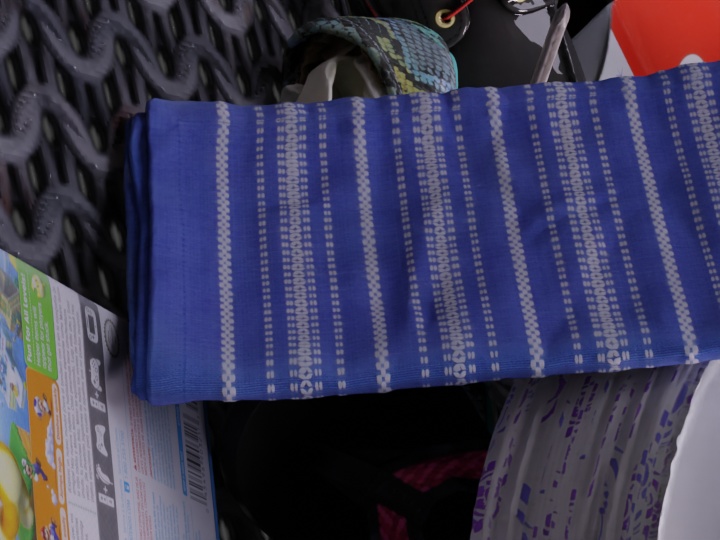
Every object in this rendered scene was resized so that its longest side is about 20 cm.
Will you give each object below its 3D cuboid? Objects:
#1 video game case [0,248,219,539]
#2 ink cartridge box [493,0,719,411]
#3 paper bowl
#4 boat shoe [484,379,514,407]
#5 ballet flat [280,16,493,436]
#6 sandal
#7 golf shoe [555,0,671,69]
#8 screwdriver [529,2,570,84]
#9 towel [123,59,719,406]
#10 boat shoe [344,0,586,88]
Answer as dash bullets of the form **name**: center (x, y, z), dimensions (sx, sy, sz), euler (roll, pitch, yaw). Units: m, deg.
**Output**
- **video game case**: center (-0.088, 0.066, 0.790), dimensions (0.200, 0.018, 0.143), euler (36, 44, -59)
- **ink cartridge box**: center (0.122, -0.023, 1.187), dimensions (0.200, 0.047, 0.160), euler (-43, 125, -17)
- **paper bowl**: center (0.118, 0.104, 0.894), dimensions (0.201, 0.104, 0.201), euler (-2, 92, -59)
- **boat shoe**: center (0.071, 0.030, 0.986), dimensions (0.200, 0.072, 0.069), euler (39, 41, -73)
- **ballet flat**: center (0.000, 0.000, 1.018), dimensions (0.074, 0.074, 0.200), euler (44, 35, -54)
- **sandal**: center (0.031, 0.083, 0.942), dimensions (0.200, 0.075, 0.045), euler (42, -6, -40)
- **golf shoe**: center (0.102, -0.048, 1.243), dimensions (0.200, 0.077, 0.088), euler (67, -16, -3)
- **screwdriver**: center (0.043, -0.023, 1.036), dimensions (0.200, 0.029, 0.028), euler (100, -14, -50)
- **towel**: center (0.029, -0.015, 0.882), dimensions (0.145, 0.200, 0.024), euler (-96, 180, -55)
- **boat shoe**: center (0.029, -0.108, 1.096), dimensions (0.201, 0.074, 0.063), euler (64, -8, 9)
